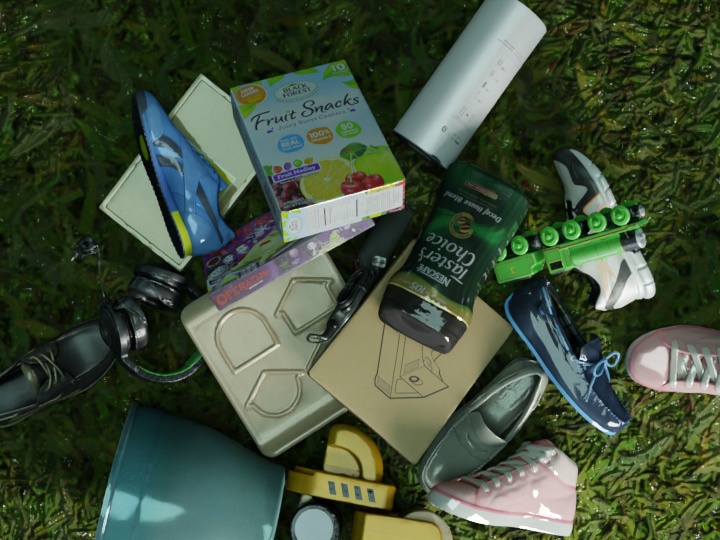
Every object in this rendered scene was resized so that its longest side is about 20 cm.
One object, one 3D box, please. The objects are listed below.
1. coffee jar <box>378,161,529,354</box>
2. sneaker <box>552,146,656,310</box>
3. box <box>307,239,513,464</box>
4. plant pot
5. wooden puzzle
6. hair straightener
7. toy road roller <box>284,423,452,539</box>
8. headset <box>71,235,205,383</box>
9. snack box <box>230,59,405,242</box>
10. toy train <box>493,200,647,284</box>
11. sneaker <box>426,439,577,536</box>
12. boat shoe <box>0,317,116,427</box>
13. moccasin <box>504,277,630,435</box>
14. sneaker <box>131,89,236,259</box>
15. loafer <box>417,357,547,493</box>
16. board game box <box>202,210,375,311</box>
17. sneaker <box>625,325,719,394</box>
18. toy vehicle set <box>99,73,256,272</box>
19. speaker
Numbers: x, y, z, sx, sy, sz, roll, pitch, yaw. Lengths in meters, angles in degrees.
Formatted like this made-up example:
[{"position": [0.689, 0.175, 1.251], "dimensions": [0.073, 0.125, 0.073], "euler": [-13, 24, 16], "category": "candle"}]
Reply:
[{"position": [0.102, -0.013, 1.205], "dimensions": [0.104, 0.085, 0.201], "euler": [26, 81, 7], "category": "coffee jar"}, {"position": [0.264, -0.046, 1.243], "dimensions": [0.079, 0.074, 0.201], "euler": [-26, 90, 4], "category": "sneaker"}, {"position": [0.060, 0.093, 1.247], "dimensions": [0.163, 0.021, 0.200], "euler": [40, 77, -6], "category": "box"}, {"position": [-0.186, 0.264, 1.213], "dimensions": [0.186, 0.200, 0.202], "euler": [13, 92, -6], "category": "plant pot"}, {"position": [-0.083, 0.085, 1.260], "dimensions": [0.184, 0.046, 0.201], "euler": [-32, 93, -6], "category": "wooden puzzle"}, {"position": [0.000, 0.000, 1.217], "dimensions": [0.041, 0.077, 0.201], "euler": [35, 69, 1], "category": "hair straightener"}, {"position": [0.012, 0.258, 1.239], "dimensions": [0.198, 0.123, 0.148], "euler": [10, 81, 2], "category": "toy road roller"}, {"position": [-0.249, 0.039, 1.235], "dimensions": [0.200, 0.094, 0.124], "euler": [46, 66, -14], "category": "headset"}, {"position": [-0.050, -0.136, 1.194], "dimensions": [0.141, 0.053, 0.201], "euler": [-15, 53, -12], "category": "snack box"}, {"position": [0.231, -0.028, 1.214], "dimensions": [0.199, 0.042, 0.057], "euler": [-17, 92, 38], "category": "toy train"}, {"position": [0.167, 0.237, 1.231], "dimensions": [0.199, 0.075, 0.106], "euler": [15, 87, -28], "category": "sneaker"}, {"position": [-0.368, 0.126, 1.266], "dimensions": [0.199, 0.073, 0.075], "euler": [-35, 91, 2], "category": "boat shoe"}, {"position": [0.247, 0.097, 1.239], "dimensions": [0.068, 0.080, 0.200], "euler": [-40, 91, 23], "category": "moccasin"}, {"position": [-0.203, -0.115, 1.239], "dimensions": [0.078, 0.066, 0.202], "euler": [-21, 88, -18], "category": "sneaker"}, {"position": [0.140, 0.182, 1.254], "dimensions": [0.070, 0.070, 0.200], "euler": [39, 92, 0], "category": "loafer"}, {"position": [-0.086, -0.038, 1.233], "dimensions": [0.199, 0.120, 0.032], "euler": [-29, 115, 2], "category": "board game box"}, {"position": [0.406, 0.106, 1.221], "dimensions": [0.198, 0.105, 0.076], "euler": [3, 93, 3], "category": "sneaker"}, {"position": [-0.198, -0.114, 1.278], "dimensions": [0.124, 0.027, 0.201], "euler": [39, 92, 0], "category": "toy vehicle set"}, {"position": [0.126, -0.217, 1.238], "dimensions": [0.081, 0.081, 0.201], "euler": [35, 93, 0], "category": "speaker"}]
